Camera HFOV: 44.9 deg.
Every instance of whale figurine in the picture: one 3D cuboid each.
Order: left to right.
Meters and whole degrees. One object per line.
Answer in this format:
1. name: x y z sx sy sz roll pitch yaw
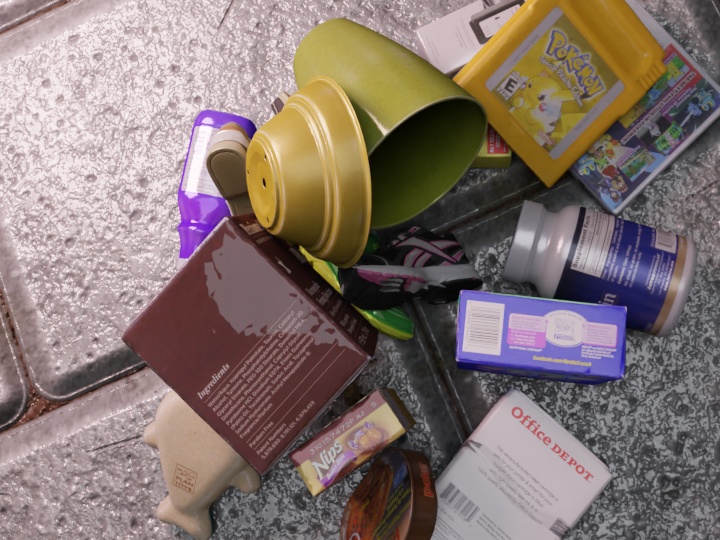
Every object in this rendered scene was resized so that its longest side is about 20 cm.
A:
1. whale figurine: -0.182 0.218 1.041 0.157 0.104 0.203 20 109 13

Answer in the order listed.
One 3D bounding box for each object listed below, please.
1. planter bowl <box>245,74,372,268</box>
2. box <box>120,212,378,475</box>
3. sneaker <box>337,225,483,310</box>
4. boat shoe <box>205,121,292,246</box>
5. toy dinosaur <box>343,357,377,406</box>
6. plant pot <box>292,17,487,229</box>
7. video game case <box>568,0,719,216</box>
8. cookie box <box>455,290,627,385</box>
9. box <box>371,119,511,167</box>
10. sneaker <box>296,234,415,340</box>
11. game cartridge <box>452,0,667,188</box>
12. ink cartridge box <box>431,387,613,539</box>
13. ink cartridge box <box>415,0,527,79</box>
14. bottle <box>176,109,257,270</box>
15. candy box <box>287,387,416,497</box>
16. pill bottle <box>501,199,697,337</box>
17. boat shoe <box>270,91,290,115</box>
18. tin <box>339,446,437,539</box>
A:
1. planter bowl: -0.067 -0.096 0.902 0.082 0.200 0.204 -10 80 -23
2. box: -0.106 0.068 0.913 0.200 0.166 0.164 44 97 -2
3. sneaker: 0.048 -0.009 1.008 0.080 0.198 0.087 -39 61 38
4. boat shoe: -0.124 -0.083 1.036 0.073 0.202 0.069 -6 42 9
5. toy dinosaur: -0.050 0.086 1.013 0.199 0.058 0.102 38 83 -15
6. plant pot: 0.010 -0.184 0.981 0.186 0.187 0.201 -37 64 1
7. video game case: 0.315 -0.199 1.051 0.200 0.023 0.183 -43 85 -1
8. cookie box: 0.187 0.077 0.948 0.168 0.200 0.077 6 81 7
9. box: 0.086 -0.167 1.069 0.196 0.050 0.077 2 81 7
10. sneaker: 0.000 0.000 1.046 0.083 0.074 0.200 -42 79 4
11. game cartridge: 0.229 -0.223 0.985 0.176 0.033 0.200 41 102 -21
12. ink cartridge box: 0.164 0.255 0.984 0.145 0.084 0.201 40 90 10
13. ink cartridge box: 0.170 -0.279 1.041 0.197 0.116 0.069 -24 80 2
14. bottle: -0.185 -0.094 1.087 0.082 0.065 0.204 10 84 4
15. candy box: -0.003 0.184 0.957 0.116 0.200 0.057 -36 79 1
16. pill bottle: 0.268 -0.007 0.992 0.197 0.116 0.118 18 85 10
17. boat shoe: -0.076 -0.132 1.056 0.065 0.072 0.203 -29 61 4
18. tin: 0.028 0.278 0.956 0.041 0.201 0.113 13 44 -19
